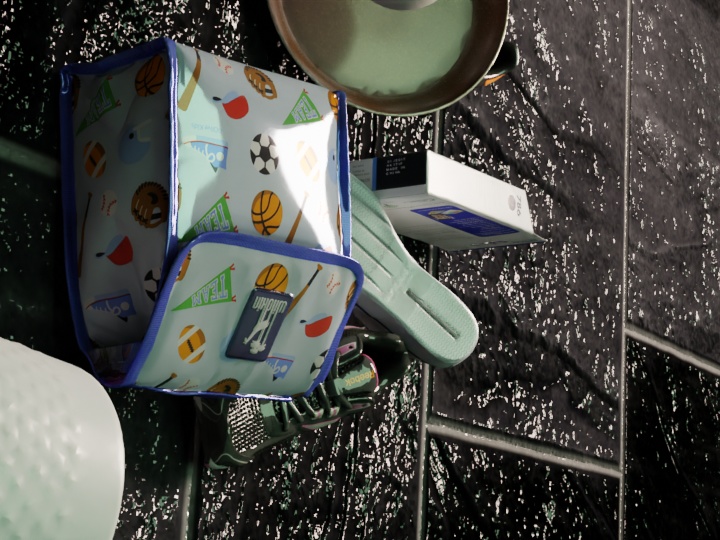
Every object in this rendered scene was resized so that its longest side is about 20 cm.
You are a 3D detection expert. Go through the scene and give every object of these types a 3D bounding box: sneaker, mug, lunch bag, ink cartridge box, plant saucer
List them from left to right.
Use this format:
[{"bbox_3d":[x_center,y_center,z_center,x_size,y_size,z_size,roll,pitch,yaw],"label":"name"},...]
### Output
[{"bbox_3d":[-0.232,0.111,0.645,0.175,0.147,0.201,27,93,-44],"label":"mug"},{"bbox_3d":[-0.088,-0.023,0.875,0.169,0.123,0.202,10,76,-49],"label":"lunch bag"},{"bbox_3d":[-0.035,0.074,0.983,0.200,0.086,0.081,-32,112,-54],"label":"sneaker"},{"bbox_3d":[0.000,0.000,1.062,0.200,0.071,0.073,49,65,-11],"label":"sneaker"},{"bbox_3d":[0.017,-0.212,1.077,0.198,0.032,0.202,3,82,-22],"label":"plant saucer"},{"bbox_3d":[0.055,-0.184,1.152,0.199,0.089,0.071,0,85,-56],"label":"sneaker"},{"bbox_3d":[0.063,-0.052,1.140,0.199,0.099,0.040,18,70,-55],"label":"ink cartridge box"}]

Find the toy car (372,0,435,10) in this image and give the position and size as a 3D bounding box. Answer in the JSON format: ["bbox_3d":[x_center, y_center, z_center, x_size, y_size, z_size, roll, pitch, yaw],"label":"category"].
[{"bbox_3d":[0.031,-0.291,0.958,0.175,0.149,0.201,42,37,-43],"label":"toy car"}]
